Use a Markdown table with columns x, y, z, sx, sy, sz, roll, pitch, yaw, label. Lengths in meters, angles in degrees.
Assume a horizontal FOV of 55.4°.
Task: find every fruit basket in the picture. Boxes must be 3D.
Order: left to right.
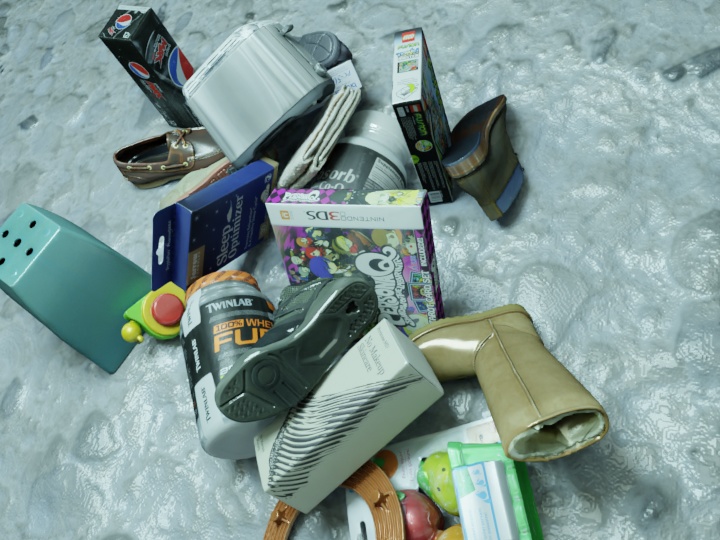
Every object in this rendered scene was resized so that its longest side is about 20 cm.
| x | y | z | sx | sy | sz | roll | pitch | yaw | label |
| --- | --- | --- | --- | --- | --- | --- | --- | --- | --- |
| 0.076 | 0.252 | 0.680 | 0.197 | 0.094 | 0.187 | -16 | 59 | 14 | fruit basket |

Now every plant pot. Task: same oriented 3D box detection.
| x | y | z | sx | sy | sz | roll | pitch | yaw | label |
| --- | --- | --- | --- | --- | --- | --- | --- | --- | --- |
| -0.382 | 0.012 | 0.904 | 0.140 | 0.200 | 0.142 | 27 | 73 | 29 | plant pot |

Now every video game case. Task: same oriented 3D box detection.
| x | y | z | sx | sy | sz | roll | pitch | yaw | label |
| --- | --- | --- | --- | --- | --- | --- | --- | --- | --- |
| 0.000 | 0.000 | 0.781 | 0.179 | 0.202 | 0.036 | 4 | 39 | 21 | video game case |

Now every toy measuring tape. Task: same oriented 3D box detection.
| x | y | z | sx | sy | sz | roll | pitch | yaw | label |
| --- | --- | --- | --- | --- | --- | --- | --- | --- | --- |
| -0.236 | 0.034 | 0.932 | 0.073 | 0.074 | 0.200 | 29 | 58 | 29 | toy measuring tape |

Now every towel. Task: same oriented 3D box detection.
| x | y | z | sx | sy | sz | roll | pitch | yaw | label |
| --- | --- | --- | --- | --- | --- | --- | --- | --- | --- |
| -0.066 | -0.161 | 0.908 | 0.034 | 0.200 | 0.134 | 33 | 70 | -12 | towel |

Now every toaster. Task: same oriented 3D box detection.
| x | y | z | sx | sy | sz | roll | pitch | yaw | label |
| --- | --- | --- | --- | --- | --- | --- | --- | --- | --- |
| -0.140 | -0.229 | 0.897 | 0.199 | 0.130 | 0.114 | -36 | 9 | 27 | toaster |

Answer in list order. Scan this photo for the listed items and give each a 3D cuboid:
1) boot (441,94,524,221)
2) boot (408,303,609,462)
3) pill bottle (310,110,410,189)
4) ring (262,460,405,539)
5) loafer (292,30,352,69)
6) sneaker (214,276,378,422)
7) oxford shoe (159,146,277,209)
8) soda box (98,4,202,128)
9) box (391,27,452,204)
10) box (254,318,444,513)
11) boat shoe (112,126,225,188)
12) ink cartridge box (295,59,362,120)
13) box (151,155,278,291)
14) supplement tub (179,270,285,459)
| x | y | z | sx | sy | sz | roll | pitch | yaw | label |
| --- | --- | --- | --- | --- | --- | --- | --- | --- | --- |
| 0.166 | -0.149 | 0.886 | 0.074 | 0.097 | 0.201 | -19 | 26 | 38 | boot |
| 0.127 | 0.116 | 0.693 | 0.173 | 0.067 | 0.201 | -24 | 26 | 5 | boot |
| -0.007 | -0.096 | 0.880 | 0.115 | 0.117 | 0.202 | 13 | 68 | 25 | pill bottle |
| -0.038 | 0.286 | 0.700 | 0.199 | 0.019 | 0.203 | -26 | 46 | 30 | ring |
| -0.102 | -0.337 | 1.085 | 0.198 | 0.063 | 0.073 | 10 | 94 | 34 | loafer |
| -0.077 | 0.079 | 0.742 | 0.199 | 0.076 | 0.114 | -44 | 18 | -14 | sneaker |
| -0.214 | -0.135 | 1.003 | 0.199 | 0.071 | 0.074 | -34 | 50 | -3 | oxford shoe |
| -0.302 | -0.303 | 1.044 | 0.070 | 0.200 | 0.064 | 14 | 68 | 25 | soda box |
| 0.080 | -0.183 | 0.845 | 0.034 | 0.200 | 0.111 | -5 | 61 | 16 | box |
| -0.016 | 0.151 | 0.709 | 0.200 | 0.068 | 0.082 | -44 | 34 | 9 | box |
| -0.280 | -0.180 | 1.050 | 0.197 | 0.071 | 0.071 | -17 | 57 | 8 | boat shoe |
| -0.095 | -0.246 | 1.006 | 0.198 | 0.045 | 0.094 | -25 | 16 | 6 | ink cartridge box |
| -0.179 | -0.055 | 0.861 | 0.032 | 0.122 | 0.200 | 30 | 40 | 19 | box |
| -0.146 | 0.108 | 0.816 | 0.121 | 0.123 | 0.202 | -25 | 58 | 5 | supplement tub |
